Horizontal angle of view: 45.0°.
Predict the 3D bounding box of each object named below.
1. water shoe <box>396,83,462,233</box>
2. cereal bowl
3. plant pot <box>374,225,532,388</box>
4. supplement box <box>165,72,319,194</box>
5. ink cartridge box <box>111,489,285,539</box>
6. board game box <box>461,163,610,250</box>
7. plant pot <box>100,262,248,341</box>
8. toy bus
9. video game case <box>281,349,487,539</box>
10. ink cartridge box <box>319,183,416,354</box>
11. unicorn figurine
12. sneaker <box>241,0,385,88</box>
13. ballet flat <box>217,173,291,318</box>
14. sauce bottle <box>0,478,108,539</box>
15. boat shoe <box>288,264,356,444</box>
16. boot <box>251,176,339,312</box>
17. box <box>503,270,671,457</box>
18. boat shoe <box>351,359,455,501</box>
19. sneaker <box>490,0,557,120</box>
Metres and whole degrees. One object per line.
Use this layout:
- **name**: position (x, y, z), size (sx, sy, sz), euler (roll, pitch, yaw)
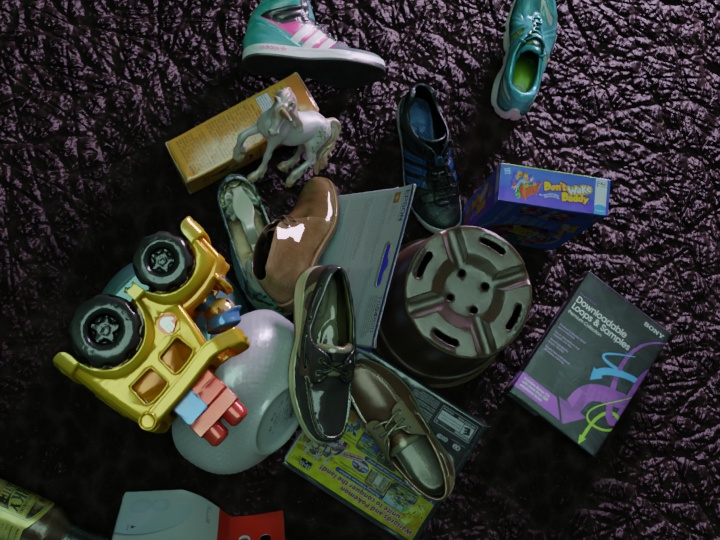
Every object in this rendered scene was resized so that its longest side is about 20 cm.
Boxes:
- **water shoe**: position (0.089, -0.146, 1.155), size (0.070, 0.079, 0.203), euler (-15, 83, -8)
- **cereal bowl**: position (-0.122, 0.153, 1.017), size (0.083, 0.200, 0.201), euler (27, 77, 28)
- **plant pot**: position (0.111, 0.040, 1.067), size (0.197, 0.198, 0.204), euler (1, 81, -5)
- **supplement box**: position (-0.154, -0.179, 1.141), size (0.198, 0.067, 0.069), euler (-32, 85, -11)
- **ink cartridge box**: position (-0.187, 0.312, 1.009), size (0.197, 0.160, 0.048), euler (-3, 106, -6)
- **board game box**: position (0.213, -0.076, 1.095), size (0.132, 0.200, 0.046), euler (8, 79, -5)
- **plant pot**: position (-0.230, 0.071, 1.044), size (0.197, 0.161, 0.204), euler (1, 81, -6)
- **toy bus**: position (-0.180, 0.076, 0.892), size (0.191, 0.136, 0.201), euler (39, 78, 5)
- **video game case**: position (0.030, 0.218, 1.095), size (0.198, 0.026, 0.182), euler (32, 93, 0)
- **ink cartridge box**: position (0.000, 0.000, 1.066), size (0.040, 0.199, 0.203), euler (21, 79, -30)
- **unicorn figurine**: position (-0.092, -0.168, 1.075), size (0.074, 0.199, 0.138), euler (46, 120, 10)
- **sneaker**: position (-0.063, -0.319, 1.169), size (0.197, 0.084, 0.123), euler (3, 72, -21)
- **ballet flat**: position (-0.138, -0.032, 1.118), size (0.073, 0.074, 0.202), euler (-23, 84, -9)
- **sauce bottle**: position (-0.400, 0.299, 1.040), size (0.198, 0.065, 0.065), euler (24, 79, -4)
- **boat shoe**: position (-0.039, 0.092, 0.973), size (0.072, 0.065, 0.203), euler (-1, 82, -29)
- **boot**: position (-0.081, -0.052, 1.092), size (0.075, 0.073, 0.202), euler (42, 47, -33)
- **box**: position (0.303, 0.123, 1.156), size (0.142, 0.036, 0.201), euler (36, 78, 1)
- **boat shoe**: position (0.049, 0.192, 1.044), size (0.076, 0.072, 0.201), euler (-40, 91, 3)
- **sneaker**: position (0.236, -0.307, 1.196), size (0.076, 0.080, 0.203), euler (13, 79, -4)
